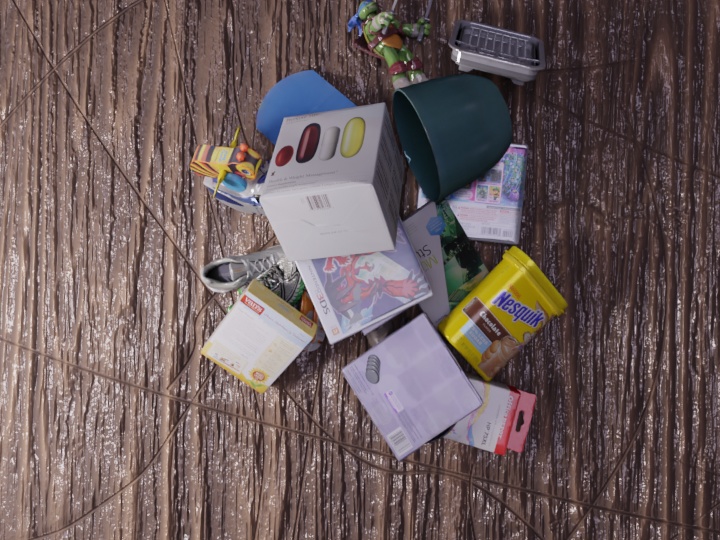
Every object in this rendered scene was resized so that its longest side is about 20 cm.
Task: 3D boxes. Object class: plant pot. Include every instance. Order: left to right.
[{"bbox_3d":[0.165,-0.244,1.317,0.158,0.201,0.204,-23,88,-6],"label":"plant pot"}]

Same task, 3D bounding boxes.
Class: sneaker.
[{"bbox_3d":[-0.201,0.000,1.406,0.196,0.092,0.077,-14,88,3],"label":"sneaker"},{"bbox_3d":[-0.181,-0.166,1.421,0.196,0.081,0.117,17,76,11],"label":"sneaker"},{"bbox_3d":[-0.165,0.039,1.366,0.201,0.084,0.079,-50,47,26],"label":"sneaker"},{"bbox_3d":[-0.099,0.042,1.407,0.077,0.076,0.204,16,85,-40],"label":"sneaker"}]

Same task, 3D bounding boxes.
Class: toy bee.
[{"bbox_3d":[-0.214,-0.195,1.334,0.195,0.109,0.134,-7,68,6],"label":"toy bee"}]

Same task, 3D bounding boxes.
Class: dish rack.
[{"bbox_3d":[0.239,-0.384,1.347,0.168,0.201,0.044,14,124,4],"label":"dish rack"}]

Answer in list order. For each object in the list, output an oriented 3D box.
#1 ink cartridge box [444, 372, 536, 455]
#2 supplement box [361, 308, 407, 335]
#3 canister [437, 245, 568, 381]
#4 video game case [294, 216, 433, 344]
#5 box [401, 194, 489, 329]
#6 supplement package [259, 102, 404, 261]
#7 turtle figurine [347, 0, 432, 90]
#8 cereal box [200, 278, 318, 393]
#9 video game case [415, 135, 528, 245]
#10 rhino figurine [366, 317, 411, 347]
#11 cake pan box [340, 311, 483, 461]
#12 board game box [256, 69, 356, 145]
[{"bbox_3d":[0.218,0.257,1.387,0.196,0.067,0.119,15,91,4],"label":"ink cartridge box"},{"bbox_3d":[0.000,0.000,1.349,0.108,0.061,0.202,-30,89,-1],"label":"supplement box"},{"bbox_3d":[0.252,0.081,1.362,0.200,0.087,0.149,-45,111,2],"label":"canister"},{"bbox_3d":[0.001,0.001,1.307,0.197,0.023,0.185,-25,88,-2],"label":"video game case"},{"bbox_3d":[0.139,-0.015,1.385,0.143,0.036,0.202,-34,102,-3],"label":"box"},{"bbox_3d":[-0.039,-0.145,1.254,0.187,0.148,0.203,-6,47,16],"label":"supplement package"},{"bbox_3d":[0.085,-0.422,1.367,0.197,0.144,0.197,-26,92,7],"label":"turtle figurine"},{"bbox_3d":[-0.183,0.123,1.363,0.143,0.040,0.200,36,127,-9],"label":"cereal box"},{"bbox_3d":[0.205,-0.149,1.415,0.195,0.024,0.186,6,89,5],"label":"video game case"},{"bbox_3d":[0.021,0.069,1.407,0.087,0.060,0.201,-37,85,4],"label":"rhino figurine"},{"bbox_3d":[0.094,0.205,1.341,0.183,0.052,0.202,-36,83,8],"label":"cake pan box"},{"bbox_3d":[-0.097,-0.275,1.423,0.158,0.039,0.200,-45,68,-8],"label":"board game box"}]
